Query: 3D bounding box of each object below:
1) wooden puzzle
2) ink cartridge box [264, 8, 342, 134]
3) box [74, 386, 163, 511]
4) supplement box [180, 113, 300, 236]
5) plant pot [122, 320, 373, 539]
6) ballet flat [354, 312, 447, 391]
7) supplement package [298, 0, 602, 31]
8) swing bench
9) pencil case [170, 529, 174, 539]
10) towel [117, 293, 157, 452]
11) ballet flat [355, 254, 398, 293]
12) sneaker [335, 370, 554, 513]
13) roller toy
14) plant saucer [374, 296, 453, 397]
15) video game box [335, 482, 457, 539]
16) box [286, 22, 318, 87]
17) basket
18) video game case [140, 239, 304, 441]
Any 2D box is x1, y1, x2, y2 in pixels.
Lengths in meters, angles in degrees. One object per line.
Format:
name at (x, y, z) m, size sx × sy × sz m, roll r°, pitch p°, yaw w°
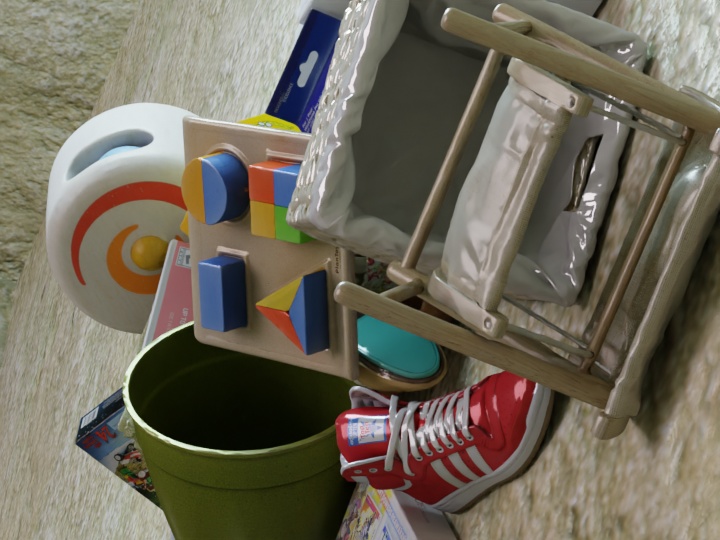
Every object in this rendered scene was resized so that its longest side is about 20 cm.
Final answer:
wooden puzzle at (-0.079, -0.017, 1.729) m, size 0.200 × 0.046 × 0.186 m, roll 13°, pitch 112°, yaw 46°
ink cartridge box at (0.036, -0.118, 1.704) m, size 0.039 × 0.199 × 0.100 m, roll -92°, pitch 23°, yaw -59°
box at (-0.144, 0.136, 2.054) m, size 0.200 × 0.137 × 0.038 m, roll -37°, pitch 26°, yaw 28°
supplement box at (-0.040, -0.068, 1.906) m, size 0.200 × 0.109 × 0.109 m, roll -23°, pitch -35°, yaw -56°
plant pot at (-0.084, 0.166, 1.824) m, size 0.201 × 0.199 × 0.194 m, roll -98°, pitch 4°, yaw -58°
ballet flat at (-0.003, 0.053, 1.759) m, size 0.200 × 0.068 × 0.063 m, roll 37°, pitch 142°, yaw 39°
supplement package at (0.075, -0.242, 1.700) m, size 0.156 × 0.199 × 0.111 m, roll 123°, pitch 158°, yaw -44°
swing bench at (0.121, -0.035, 1.384) m, size 0.200 × 0.199 × 0.130 m, roll -67°, pitch -14°, yaw 15°
pencil case at (-0.144, 0.286, 2.118) m, size 0.200 × 0.083 × 0.091 m, roll -93°, pitch 11°, yaw -54°
towel at (-0.099, 0.103, 1.941) m, size 0.036 × 0.199 × 0.149 m, roll 126°, pitch 158°, yaw -74°
ballet flat at (0.000, 0.000, 1.823) m, size 0.200 × 0.064 × 0.076 m, roll 129°, pitch 154°, yaw -55°
sneaker at (0.052, 0.107, 1.563) m, size 0.200 × 0.112 × 0.071 m, roll 129°, pitch 154°, yaw -53°
roller toy at (-0.190, -0.041, 2.005) m, size 0.140 × 0.182 × 0.201 m, roll -102°, pitch 32°, yaw -60°
plant saucer at (0.042, 0.018, 1.846) m, size 0.200 × 0.037 × 0.201 m, roll -162°, pitch 90°, yaw -76°
video game box at (0.011, 0.253, 1.674) m, size 0.200 × 0.047 × 0.183 m, roll -121°, pitch 49°, yaw -70°
box at (0.028, -0.186, 1.845) m, size 0.200 × 0.152 × 0.107 m, roll -79°, pitch 14°, yaw -58°
basket at (0.065, -0.092, 1.577) m, size 0.161 × 0.199 × 0.199 m, roll 171°, pitch 116°, yaw -75°
video game case at (-0.084, 0.066, 1.924) m, size 0.017 × 0.199 × 0.144 m, roll 124°, pitch 161°, yaw -74°
